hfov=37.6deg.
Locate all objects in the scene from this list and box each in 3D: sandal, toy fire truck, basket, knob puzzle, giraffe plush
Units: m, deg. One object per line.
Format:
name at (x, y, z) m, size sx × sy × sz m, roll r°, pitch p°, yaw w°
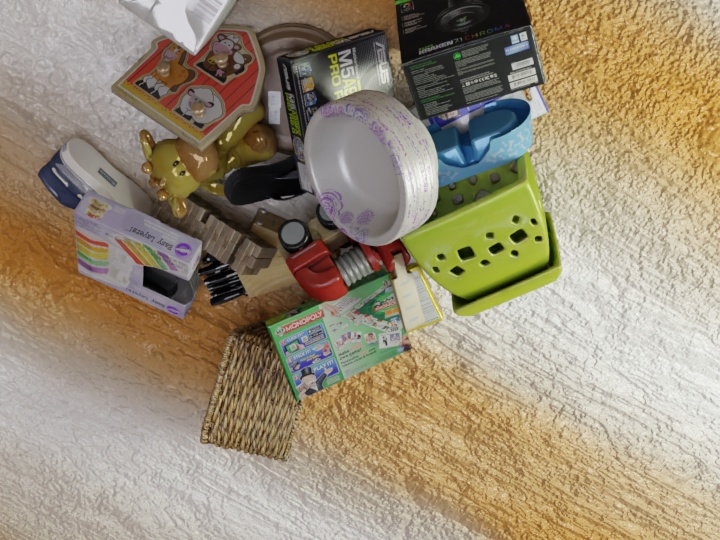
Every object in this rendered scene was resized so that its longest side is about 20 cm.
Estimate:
sandal at (-0.106, -0.129, 1.549) m, size 0.199 × 0.043 × 0.076 m, roll -21°, pitch 144°, yaw -31°
toy fire truck at (0.000, 0.000, 1.534) m, size 0.175 × 0.129 × 0.201 m, roll -31°, pitch 67°, yaw -2°
basket at (-0.163, 0.182, 1.698) m, size 0.148 × 0.143 × 0.201 m, roll 14°, pitch 104°, yaw -7°
knob puzzle at (-0.221, -0.281, 1.478) m, size 0.218 × 0.221 × 0.031 m, roll 1°, pitch 150°, yaw 4°
giraffe plush at (-0.239, -0.170, 1.512) m, size 0.172 × 0.162 × 0.200 m, roll 41°, pitch 121°, yaw 1°

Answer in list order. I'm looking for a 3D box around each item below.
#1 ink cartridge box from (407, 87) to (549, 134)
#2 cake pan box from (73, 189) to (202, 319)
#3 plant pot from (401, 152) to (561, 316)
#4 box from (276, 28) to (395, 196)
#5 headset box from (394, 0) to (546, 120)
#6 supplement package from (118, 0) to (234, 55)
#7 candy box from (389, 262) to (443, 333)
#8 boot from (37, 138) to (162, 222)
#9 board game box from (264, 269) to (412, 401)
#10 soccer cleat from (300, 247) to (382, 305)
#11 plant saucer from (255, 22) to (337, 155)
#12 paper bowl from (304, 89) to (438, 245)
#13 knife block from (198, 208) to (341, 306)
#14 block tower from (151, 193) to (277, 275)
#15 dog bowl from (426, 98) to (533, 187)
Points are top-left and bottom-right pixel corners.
ink cartridge box at (0.165, -0.231, 1.538) m, size 0.199 × 0.037 × 0.095 m, roll -24°, pitch 106°, yaw 17°
cake pan box at (-0.336, -0.019, 1.613) m, size 0.199 × 0.053 × 0.184 m, roll 25°, pitch 150°, yaw 0°
plant pot at (0.182, -0.060, 1.536) m, size 0.199 × 0.199 × 0.182 m, roll -24°, pitch 116°, yaw 16°
box at (-0.025, -0.226, 1.507) m, size 0.159 × 0.044 × 0.201 m, roll -21°, pitch 117°, yaw -25°
headset box at (0.143, -0.313, 1.419) m, size 0.173 × 0.201 × 0.093 m, roll -14°, pitch 129°, yaw 11°
supplement package at (-0.218, -0.388, 1.404) m, size 0.119 × 0.200 × 0.121 m, roll 33°, pitch 113°, yaw -11°
candy box at (0.023, 0.067, 1.697) m, size 0.199 × 0.026 × 0.103 m, roll -21°, pitch 112°, yaw 14°
boot at (-0.400, -0.109, 1.633) m, size 0.090 × 0.073 × 0.200 m, roll -31°, pitch 109°, yaw 34°
board game box at (-0.031, 0.098, 1.606) m, size 0.199 × 0.029 × 0.135 m, roll -23°, pitch 112°, yaw -11°
soccer cleat at (-0.008, 0.029, 1.644) m, size 0.200 × 0.069 × 0.085 m, roll -45°, pitch 99°, yaw 5°
plant saucer at (-0.096, -0.260, 1.552) m, size 0.198 × 0.030 × 0.201 m, roll 2°, pitch 116°, yaw 4°
paper bowl at (0.025, -0.142, 1.416) m, size 0.200 × 0.104 × 0.202 m, roll 28°, pitch 132°, yaw 37°
knife block at (-0.151, 0.003, 1.661) m, size 0.199 × 0.064 × 0.176 m, roll 23°, pitch 116°, yaw -7°
block tower at (-0.224, -0.062, 1.589) m, size 0.199 × 0.058 × 0.054 m, roll 33°, pitch 101°, yaw 20°
dog bowl at (0.152, -0.176, 1.489) m, size 0.199 × 0.112 × 0.050 m, roll -20°, pitch 121°, yaw 14°
